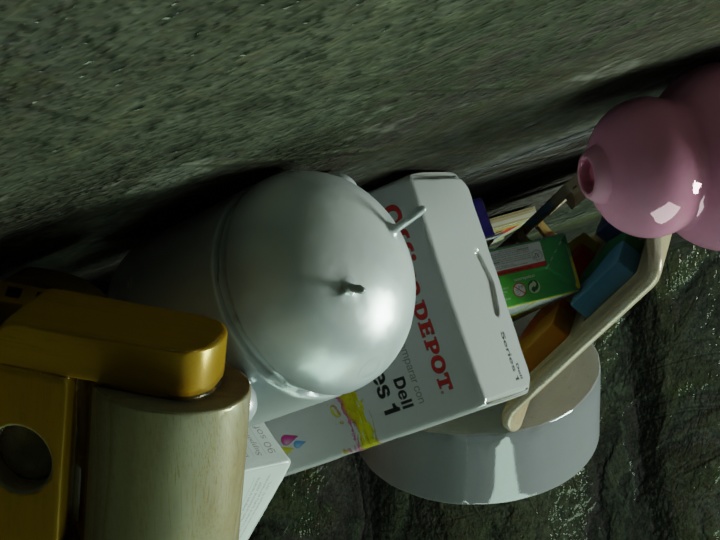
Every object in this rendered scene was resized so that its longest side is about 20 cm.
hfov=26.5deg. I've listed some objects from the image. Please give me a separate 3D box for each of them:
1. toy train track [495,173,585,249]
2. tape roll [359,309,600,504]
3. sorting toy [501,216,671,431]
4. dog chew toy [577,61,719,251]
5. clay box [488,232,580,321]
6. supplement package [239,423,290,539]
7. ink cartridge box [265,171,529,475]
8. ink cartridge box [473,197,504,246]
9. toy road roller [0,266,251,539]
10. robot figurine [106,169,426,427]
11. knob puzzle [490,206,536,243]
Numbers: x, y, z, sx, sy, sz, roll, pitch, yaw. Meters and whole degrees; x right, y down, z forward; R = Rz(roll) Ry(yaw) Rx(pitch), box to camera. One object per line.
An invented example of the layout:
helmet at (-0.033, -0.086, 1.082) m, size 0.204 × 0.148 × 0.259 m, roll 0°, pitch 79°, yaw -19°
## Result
toy train track at (0.146, -0.033, 1.174) m, size 0.115 × 0.033 × 0.200 m, roll -40°, pitch 175°, yaw -16°
tape roll at (0.092, 0.101, 1.224) m, size 0.199 × 0.067 × 0.201 m, roll -3°, pitch -152°, yaw 1°
sorting toy at (0.171, 0.003, 1.125) m, size 0.200 × 0.036 × 0.185 m, roll -54°, pitch -176°, yaw 37°
dog chew toy at (0.218, -0.066, 0.869) m, size 0.199 × 0.125 × 0.125 m, roll -8°, pitch 172°, yaw -17°
clay box at (0.070, 0.025, 1.138) m, size 0.114 × 0.048 × 0.200 m, roll -13°, pitch 173°, yaw -19°
supplement package at (-0.163, 0.118, 0.858) m, size 0.199 × 0.117 × 0.118 m, roll -8°, pitch 140°, yaw -40°
ink cartridge box at (-0.015, 0.040, 0.947) m, size 0.199 × 0.146 × 0.084 m, roll -21°, pitch 174°, yaw 24°
ink cartridge box at (0.000, 0.000, 1.134) m, size 0.197 × 0.044 × 0.200 m, roll -19°, pitch 175°, yaw -4°
toy road roller at (-0.138, 0.061, 0.714) m, size 0.199 × 0.124 × 0.146 m, roll 10°, pitch -162°, yaw 11°
robot figurine at (-0.052, 0.019, 0.779) m, size 0.199 × 0.113 × 0.170 m, roll -23°, pitch -147°, yaw 41°
knob puzzle at (0.045, 0.001, 1.365) m, size 0.218 × 0.031 × 0.220 m, roll -19°, pitch 175°, yaw -2°
